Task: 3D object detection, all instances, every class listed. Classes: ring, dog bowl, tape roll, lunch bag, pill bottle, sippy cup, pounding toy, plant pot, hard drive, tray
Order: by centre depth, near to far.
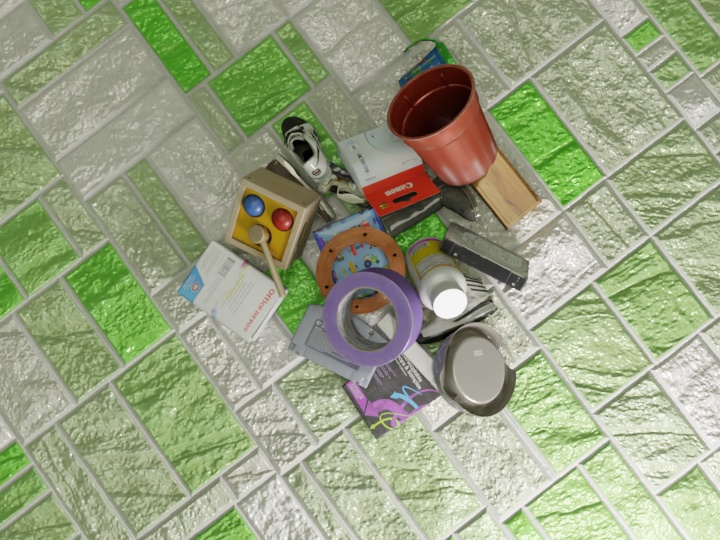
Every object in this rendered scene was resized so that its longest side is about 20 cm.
[{"bbox_3d":[0.026,0.097,1.639,0.199,0.085,0.201,3,98,19],"label":"tape roll"},{"bbox_3d":[0.189,-0.296,1.652,0.200,0.195,0.202,-19,50,24],"label":"plant pot"},{"bbox_3d":[0.165,0.017,1.658,0.104,0.200,0.105,-5,122,-8],"label":"pill bottle"},{"bbox_3d":[0.244,0.216,1.677,0.199,0.059,0.201,8,75,-30],"label":"dog bowl"},{"bbox_3d":[-0.193,-0.084,1.694,0.183,0.142,0.201,25,117,8],"label":"pounding toy"},{"bbox_3d":[0.272,-0.034,1.694,0.199,0.140,0.038,27,111,5],"label":"hard drive"},{"bbox_3d":[0.000,0.000,1.703,0.199,0.019,0.202,-3,108,-9],"label":"ring"},{"bbox_3d":[0.161,-0.417,1.736,0.130,0.140,0.179,-29,66,10],"label":"sippy cup"},{"bbox_3d":[-0.002,-0.023,1.739,0.150,0.094,0.201,-22,95,-2],"label":"lunch bag"},{"bbox_3d":[0.308,-0.201,1.756,0.098,0.037,0.200,-38,86,0],"label":"tray"}]

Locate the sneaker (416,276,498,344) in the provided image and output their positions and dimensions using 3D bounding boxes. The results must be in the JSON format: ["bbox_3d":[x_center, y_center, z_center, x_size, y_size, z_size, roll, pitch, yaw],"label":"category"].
[{"bbox_3d":[0.195,0.081,1.727,0.200,0.076,0.116,-24,76,-13],"label":"sneaker"}]

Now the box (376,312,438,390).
[{"bbox_3d":[0.116,0.178,1.704,0.041,0.039,0.200,-44,85,-5],"label":"box"}]

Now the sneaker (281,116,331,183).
[{"bbox_3d":[-0.132,-0.289,1.727,0.074,0.088,0.200,-38,56,8],"label":"sneaker"}]

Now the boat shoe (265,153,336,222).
[{"bbox_3d":[-0.137,-0.176,1.758,0.060,0.072,0.200,-44,83,6],"label":"boat shoe"}]

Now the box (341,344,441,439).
[{"bbox_3d":[0.079,0.262,1.735,0.200,0.036,0.143,-34,85,-2],"label":"box"}]

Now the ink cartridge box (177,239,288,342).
[{"bbox_3d":[-0.282,0.047,1.741,0.200,0.085,0.145,35,89,5],"label":"ink cartridge box"}]

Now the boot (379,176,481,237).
[{"bbox_3d":[0.147,-0.129,1.715,0.199,0.073,0.182,-25,42,-6],"label":"boot"}]

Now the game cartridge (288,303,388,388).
[{"bbox_3d":[-0.046,0.159,1.730,0.199,0.041,0.134,25,85,13],"label":"game cartridge"}]

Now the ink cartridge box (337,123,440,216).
[{"bbox_3d":[0.062,-0.228,1.707,0.159,0.047,0.200,-23,60,-17],"label":"ink cartridge box"}]

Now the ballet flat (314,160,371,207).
[{"bbox_3d":[-0.049,-0.194,1.740,0.199,0.073,0.073,26,88,10],"label":"ballet flat"}]
